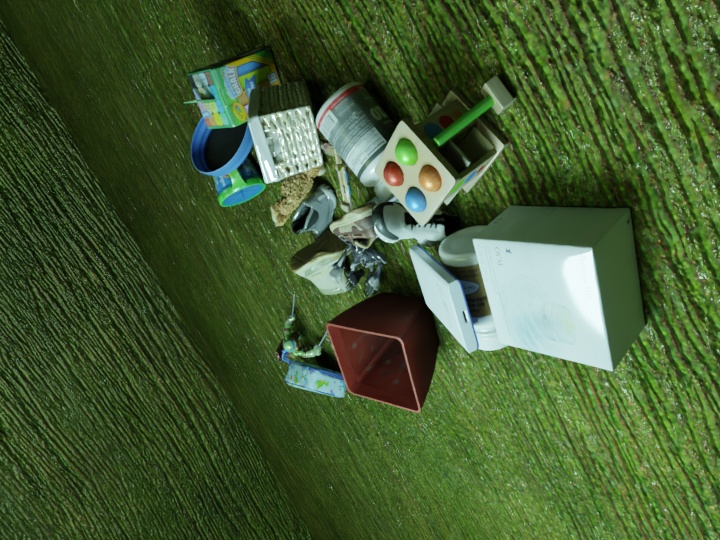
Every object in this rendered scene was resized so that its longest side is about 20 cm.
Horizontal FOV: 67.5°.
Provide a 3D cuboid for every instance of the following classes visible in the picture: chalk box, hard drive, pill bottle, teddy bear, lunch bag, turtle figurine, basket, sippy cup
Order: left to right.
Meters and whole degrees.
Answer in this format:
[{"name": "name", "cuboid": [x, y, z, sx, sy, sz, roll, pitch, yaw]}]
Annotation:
[{"name": "chalk box", "cuboid": [-0.282, -0.384, 1.164, 0.124, 0.199, 0.126, 14, 132, 46]}, {"name": "sippy cup", "cuboid": [-0.338, -0.259, 1.439, 0.177, 0.138, 0.133, -29, 85, 47]}, {"name": "basket", "cuboid": [-0.147, -0.283, 1.072, 0.201, 0.121, 0.138, -102, 0, -56]}, {"name": "teddy bear", "cuboid": [-0.137, -0.186, 1.210, 0.066, 0.202, 0.145, 32, -178, 0]}, {"name": "turtle figurine", "cuboid": [-0.176, 0.208, 1.700, 0.141, 0.204, 0.194, 19, 168, 2]}, {"name": "lunch bag", "cuboid": [-0.138, 0.348, 1.717, 0.159, 0.084, 0.198, 24, 165, -30]}, {"name": "pill bottle", "cuboid": [0.019, -0.229, 0.982, 0.201, 0.113, 0.114, 51, 149, 6]}, {"name": "hard drive", "cuboid": [0.145, 0.043, 0.959, 0.200, 0.025, 0.134, -124, 13, -67]}, {"name": "pill bottle", "cuboid": [0.216, 0.034, 0.960, 0.113, 0.114, 0.203, 10, 127, 49]}]

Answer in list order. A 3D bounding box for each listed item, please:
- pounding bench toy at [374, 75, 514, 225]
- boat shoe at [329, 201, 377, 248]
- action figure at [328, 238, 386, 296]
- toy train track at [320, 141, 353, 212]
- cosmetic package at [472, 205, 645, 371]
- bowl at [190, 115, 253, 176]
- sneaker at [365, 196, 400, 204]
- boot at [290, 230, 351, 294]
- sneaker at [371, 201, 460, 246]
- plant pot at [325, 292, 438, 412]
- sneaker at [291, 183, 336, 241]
[{"name": "pounding bench toy", "cuboid": [0.130, -0.193, 0.824, 0.125, 0.155, 0.201, 48, 148, 9]}, {"name": "boat shoe", "cuboid": [-0.005, -0.074, 1.022, 0.073, 0.071, 0.200, 66, 162, -2]}, {"name": "action figure", "cuboid": [0.000, 0.000, 1.191, 0.117, 0.103, 0.201, 22, 159, 15]}, {"name": "toy train track", "cuboid": [-0.048, -0.212, 1.168, 0.114, 0.032, 0.203, 25, 139, 40]}, {"name": "cosmetic package", "cuboid": [0.302, 0.018, 0.822, 0.198, 0.122, 0.203, 8, 126, 49]}, {"name": "bowl", "cuboid": [-0.336, -0.327, 1.328, 0.199, 0.204, 0.039, 27, -179, 37]}, {"name": "sneaker", "cuboid": [0.030, -0.109, 1.113, 0.077, 0.080, 0.200, 52, 150, 1]}, {"name": "boot", "cuboid": [-0.051, -0.019, 1.303, 0.155, 0.197, 0.073, 43, -152, -45]}, {"name": "sneaker", "cuboid": [0.101, -0.089, 0.957, 0.079, 0.197, 0.076, -13, 79, 46]}, {"name": "plant pot", "cuboid": [0.070, 0.158, 1.197, 0.197, 0.176, 0.203, 6, 127, 36]}, {"name": "sneaker", "cuboid": [-0.118, -0.103, 1.285, 0.075, 0.115, 0.203, 35, 143, 28]}]
